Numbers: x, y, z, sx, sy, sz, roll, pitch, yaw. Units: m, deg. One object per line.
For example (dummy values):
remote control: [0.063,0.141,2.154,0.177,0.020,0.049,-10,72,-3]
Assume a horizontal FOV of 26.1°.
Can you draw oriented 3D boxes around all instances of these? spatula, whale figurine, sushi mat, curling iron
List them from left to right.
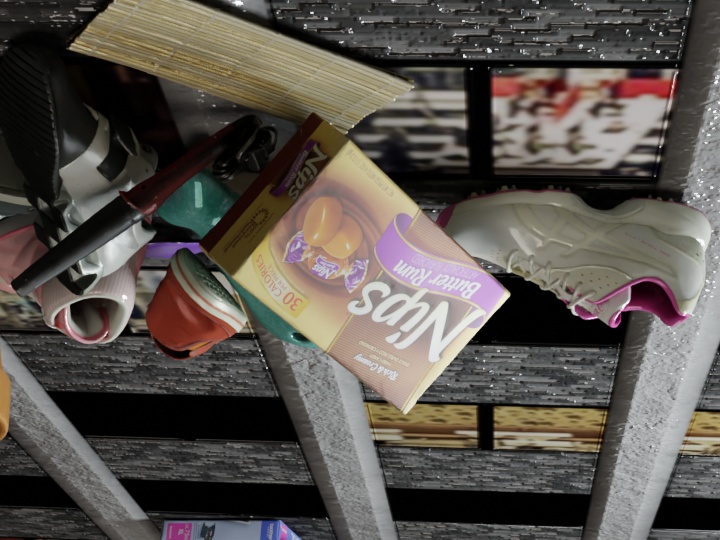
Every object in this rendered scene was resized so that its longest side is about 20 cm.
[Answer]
curling iron: [-0.141,-0.044,1.010,0.200,0.050,0.026,-31,117,-4]
spatula: [-0.097,0.001,1.261,0.200,0.021,0.056,18,159,-33]
sushi mat: [-0.073,-0.128,0.967,0.200,0.012,0.096,17,153,-28]
whale figurine: [-0.063,-0.011,1.121,0.200,0.104,0.159,26,153,-32]

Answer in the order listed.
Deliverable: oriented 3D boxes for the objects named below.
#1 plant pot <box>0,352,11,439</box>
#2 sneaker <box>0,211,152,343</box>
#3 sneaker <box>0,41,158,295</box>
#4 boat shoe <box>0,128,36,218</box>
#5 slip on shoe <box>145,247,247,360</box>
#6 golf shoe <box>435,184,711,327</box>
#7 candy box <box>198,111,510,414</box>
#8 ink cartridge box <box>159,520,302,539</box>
plant pot: [-0.381,0.054,1.276,0.200,0.140,0.200,2,157,1]
sneaker: [-0.237,0.011,1.202,0.075,0.105,0.200,21,152,-39]
sneaker: [-0.181,-0.081,1.034,0.088,0.074,0.200,-33,144,-24]
boat shoe: [-0.302,-0.076,1.047,0.200,0.073,0.062,15,151,-37]
slip on shoe: [-0.132,0.033,1.190,0.074,0.061,0.200,49,167,2]
golf shoe: [0.152,-0.009,1.117,0.199,0.092,0.075,4,158,3]
candy box: [0.000,0.000,1.047,0.200,0.117,0.056,42,180,-39]
ink cartridge box: [-0.157,0.369,2.109,0.199,0.042,0.119,0,157,16]
